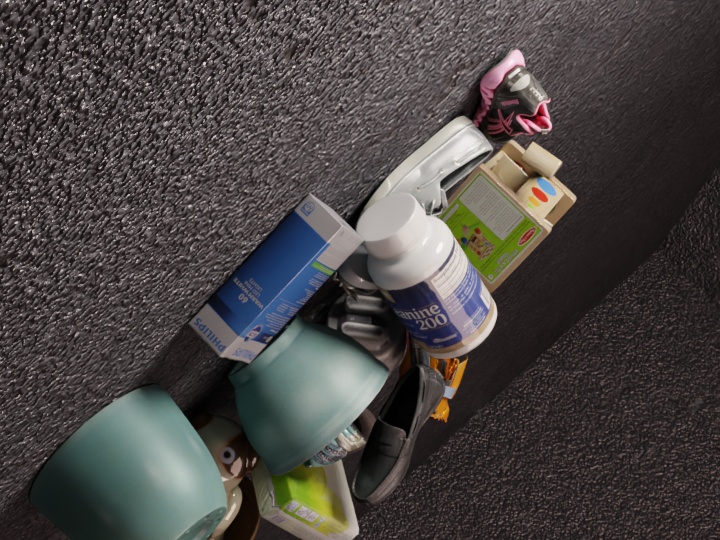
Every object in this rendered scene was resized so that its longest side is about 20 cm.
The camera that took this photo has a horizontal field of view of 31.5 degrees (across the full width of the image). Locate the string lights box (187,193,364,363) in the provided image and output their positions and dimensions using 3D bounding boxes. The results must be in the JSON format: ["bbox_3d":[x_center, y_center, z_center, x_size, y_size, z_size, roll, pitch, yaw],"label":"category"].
[{"bbox_3d":[-0.093,0.013,1.447,0.200,0.059,0.103,-46,165,3],"label":"string lights box"}]

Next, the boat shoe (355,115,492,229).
[{"bbox_3d":[0.082,-0.105,1.585,0.201,0.072,0.070,-44,165,-7],"label":"boat shoe"}]

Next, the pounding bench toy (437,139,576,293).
[{"bbox_3d":[0.211,-0.101,1.685,0.200,0.124,0.156,-49,175,32],"label":"pounding bench toy"}]

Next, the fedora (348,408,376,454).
[{"bbox_3d":[-0.060,0.198,1.903,0.200,0.176,0.090,69,21,-52],"label":"fedora"}]

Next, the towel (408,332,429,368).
[{"bbox_3d":[0.074,0.050,1.766,0.034,0.200,0.193,-3,141,4],"label":"towel"}]

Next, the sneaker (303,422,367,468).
[{"bbox_3d":[-0.051,0.224,1.729,0.086,0.078,0.200,-36,178,-5],"label":"sneaker"}]

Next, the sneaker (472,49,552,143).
[{"bbox_3d":[0.199,-0.197,1.618,0.079,0.095,0.200,-45,167,-8],"label":"sneaker"}]

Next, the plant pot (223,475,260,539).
[{"bbox_3d":[-0.226,0.372,1.813,0.200,0.200,0.028,-42,128,-15],"label":"plant pot"}]

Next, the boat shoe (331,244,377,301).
[{"bbox_3d":[-0.002,-0.002,1.638,0.068,0.074,0.199,-40,-178,18],"label":"boat shoe"}]

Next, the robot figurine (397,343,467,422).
[{"bbox_3d":[0.113,0.116,1.862,0.145,0.058,0.200,5,-107,60],"label":"robot figurine"}]

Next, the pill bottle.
[{"bbox_3d":[0.077,0.005,1.550,0.111,0.111,0.200,-42,124,-11],"label":"pill bottle"}]

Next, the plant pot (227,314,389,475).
[{"bbox_3d":[-0.082,0.142,1.614,0.200,0.134,0.200,-41,-172,7],"label":"plant pot"}]

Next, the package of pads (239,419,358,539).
[{"bbox_3d":[-0.085,0.279,1.767,0.068,0.200,0.154,-36,132,18],"label":"package of pads"}]

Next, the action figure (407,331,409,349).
[{"bbox_3d":[0.093,0.078,1.982,0.134,0.149,0.200,-21,166,-45],"label":"action figure"}]

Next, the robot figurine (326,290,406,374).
[{"bbox_3d":[0.010,0.094,1.835,0.200,0.113,0.170,82,19,-72],"label":"robot figurine"}]

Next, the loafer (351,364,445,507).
[{"bbox_3d":[0.041,0.213,1.675,0.070,0.068,0.201,37,80,-52],"label":"loafer"}]

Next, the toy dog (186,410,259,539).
[{"bbox_3d":[-0.203,0.276,1.708,0.194,0.139,0.200,-50,172,-41],"label":"toy dog"}]

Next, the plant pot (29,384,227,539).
[{"bbox_3d":[-0.252,0.260,1.476,0.201,0.161,0.201,-41,165,-14],"label":"plant pot"}]
